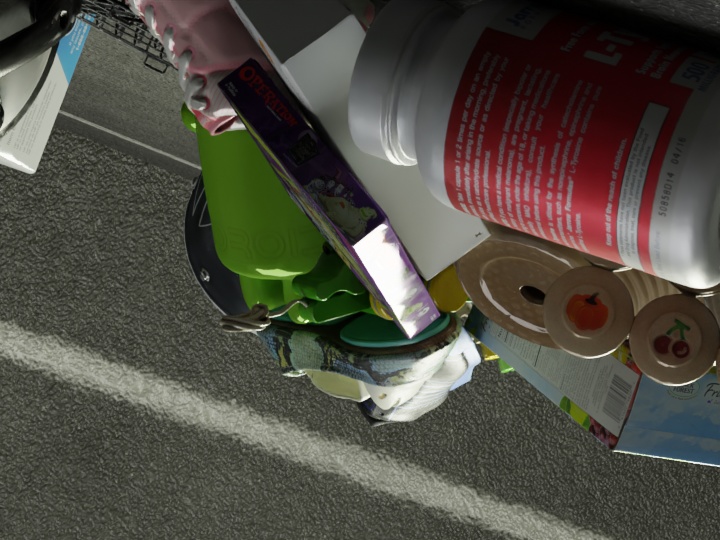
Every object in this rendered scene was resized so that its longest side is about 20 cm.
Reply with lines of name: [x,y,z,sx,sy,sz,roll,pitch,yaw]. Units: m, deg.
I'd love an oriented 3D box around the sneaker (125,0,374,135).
sneaker: [-0.101,-0.140,1.470,0.199,0.105,0.075,21,179,2]

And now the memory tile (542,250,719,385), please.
memory tile: [0.209,-0.003,1.393,0.199,0.154,0.017,18,177,8]

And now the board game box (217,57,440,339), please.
board game box: [-0.014,-0.036,1.416,0.120,0.032,0.200,55,179,18]

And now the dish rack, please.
dish rack: [-0.130,-0.167,1.694,0.200,0.055,0.153,25,174,-36]

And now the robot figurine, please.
robot figurine: [-0.042,-0.072,1.603,0.115,0.201,0.175,-22,-157,-36]

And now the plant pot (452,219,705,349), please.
plant pot: [0.118,-0.020,1.495,0.200,0.093,0.201,22,148,14]

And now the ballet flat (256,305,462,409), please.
ballet flat: [0.006,0.053,1.634,0.074,0.075,0.200,22,175,-32]

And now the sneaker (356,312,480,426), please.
sneaker: [0.031,0.062,1.730,0.070,0.078,0.200,53,172,16]

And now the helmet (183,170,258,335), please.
helmet: [-0.019,-0.043,1.782,0.199,0.201,0.191,19,-179,19]

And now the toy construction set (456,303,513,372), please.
toy construction set: [0.122,0.030,1.829,0.131,0.093,0.200,-14,-175,-10]

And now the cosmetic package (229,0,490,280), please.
cosmetic package: [-0.001,-0.085,1.394,0.083,0.051,0.200,52,178,43]

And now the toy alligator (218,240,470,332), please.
toy alligator: [0.000,0.000,1.541,0.199,0.055,0.059,-6,-168,-37]

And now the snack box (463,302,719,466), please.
snack box: [0.187,0.058,1.650,0.168,0.068,0.200,10,-165,-31]

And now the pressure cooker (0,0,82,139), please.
pressure cooker: [-0.270,-0.156,1.505,0.200,0.176,0.179,28,178,36]

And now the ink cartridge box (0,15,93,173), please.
ink cartridge box: [-0.311,-0.177,1.796,0.146,0.147,0.200,19,176,31]

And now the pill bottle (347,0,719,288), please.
pill bottle: [0.100,-0.071,1.274,0.199,0.113,0.112,19,177,23]

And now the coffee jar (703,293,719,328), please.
coffee jar: [0.292,0.026,1.494,0.085,0.105,0.200,-33,158,37]
